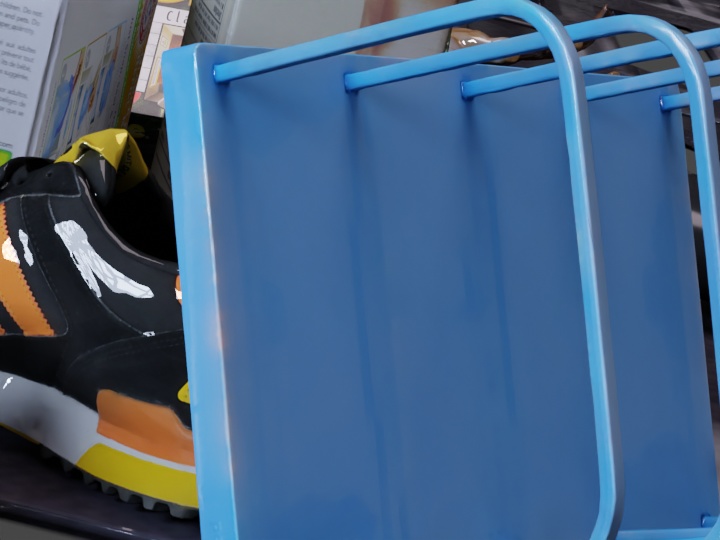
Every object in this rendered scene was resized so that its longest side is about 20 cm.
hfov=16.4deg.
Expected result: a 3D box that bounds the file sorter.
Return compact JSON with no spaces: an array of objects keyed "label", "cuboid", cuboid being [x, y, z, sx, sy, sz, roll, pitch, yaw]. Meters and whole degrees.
[{"label":"file sorter","cuboid":[0.068,0.009,0.631,0.123,0.139,0.200,-8,-5,42]}]

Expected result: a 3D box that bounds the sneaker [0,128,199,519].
[{"label":"sneaker","cuboid":[-0.092,-0.003,0.696,0.200,0.090,0.070,20,15,23]}]

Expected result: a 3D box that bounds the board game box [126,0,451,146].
[{"label":"board game box","cuboid":[-0.063,-0.092,1.075,0.200,0.023,0.105,10,46,-1]}]

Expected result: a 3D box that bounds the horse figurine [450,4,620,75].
[{"label":"horse figurine","cuboid":[0.053,-0.111,1.351,0.133,0.050,0.200,3,11,42]}]

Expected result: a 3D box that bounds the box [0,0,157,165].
[{"label":"box","cuboid":[-0.149,-0.080,0.930,0.112,0.101,0.200,15,13,3]}]

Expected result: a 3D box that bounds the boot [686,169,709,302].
[{"label":"boot","cuboid":[0.126,-0.007,1.018,0.200,0.066,0.165,18,15,-2]}]

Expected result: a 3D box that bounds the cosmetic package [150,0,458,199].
[{"label":"cosmetic package","cuboid":[-0.015,-0.103,0.952,0.087,0.200,0.103,12,15,-15]}]
